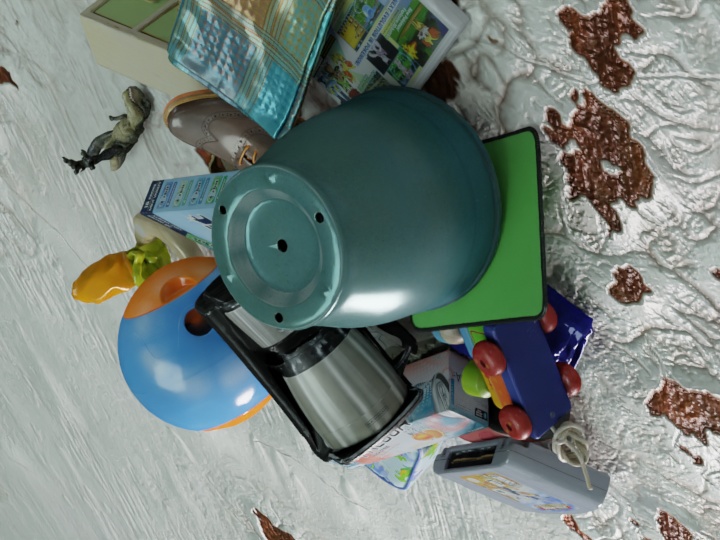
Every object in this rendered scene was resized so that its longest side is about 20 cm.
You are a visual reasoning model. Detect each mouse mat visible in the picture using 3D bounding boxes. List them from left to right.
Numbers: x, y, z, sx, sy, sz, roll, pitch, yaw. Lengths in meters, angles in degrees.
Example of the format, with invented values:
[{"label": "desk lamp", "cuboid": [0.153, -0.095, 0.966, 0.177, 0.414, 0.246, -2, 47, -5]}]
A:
[{"label": "mouse mat", "cuboid": [0.097, -0.031, 1.184, 0.200, 0.007, 0.162, -10, 80, 58]}]

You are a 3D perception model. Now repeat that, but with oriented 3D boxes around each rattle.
[{"label": "rattle", "cuboid": [-0.238, 0.022, 1.670, 0.200, 0.143, 0.131, 39, 133, 25]}]

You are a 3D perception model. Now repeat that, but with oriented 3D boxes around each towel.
[{"label": "towel", "cuboid": [-0.093, -0.224, 1.173, 0.146, 0.022, 0.200, 37, 134, 13]}, {"label": "towel", "cuboid": [0.126, 0.031, 1.292, 0.200, 0.050, 0.148, 38, 144, 15]}]

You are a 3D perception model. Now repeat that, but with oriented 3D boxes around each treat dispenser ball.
[{"label": "treat dispenser ball", "cuboid": [-0.179, 0.084, 1.561, 0.200, 0.201, 0.201, 33, 149, 23]}]

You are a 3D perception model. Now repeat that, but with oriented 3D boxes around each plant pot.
[{"label": "plant pot", "cuboid": [-0.015, -0.041, 1.117, 0.199, 0.188, 0.201, 11, 110, 33]}]

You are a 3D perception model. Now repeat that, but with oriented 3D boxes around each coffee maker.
[{"label": "coffee maker", "cuboid": [-0.063, 0.076, 1.303, 0.200, 0.135, 0.192, 53, 144, -13]}]

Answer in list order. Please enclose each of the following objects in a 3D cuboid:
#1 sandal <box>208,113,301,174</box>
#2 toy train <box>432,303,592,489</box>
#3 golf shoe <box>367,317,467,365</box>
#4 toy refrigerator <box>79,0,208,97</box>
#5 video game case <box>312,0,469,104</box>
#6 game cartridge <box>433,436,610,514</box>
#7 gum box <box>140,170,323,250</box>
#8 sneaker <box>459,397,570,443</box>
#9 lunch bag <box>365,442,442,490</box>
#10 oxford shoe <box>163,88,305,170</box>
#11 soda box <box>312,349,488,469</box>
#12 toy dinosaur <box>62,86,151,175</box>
[{"label": "sandal", "cuboid": [-0.129, -0.124, 1.399, 0.078, 0.070, 0.212, 46, 152, -1]}, {"label": "toy train", "cuboid": [0.140, 0.114, 1.249, 0.115, 0.085, 0.201, 14, 134, 54]}, {"label": "golf shoe", "cuboid": [0.033, 0.064, 1.424, 0.199, 0.098, 0.078, -15, 156, 32]}, {"label": "toy refrigerator", "cuboid": [-0.180, -0.223, 1.335, 0.199, 0.076, 0.070, 26, 146, 33]}, {"label": "video game case", "cuboid": [-0.011, -0.223, 1.168, 0.182, 0.022, 0.200, 45, 151, 2]}, {"label": "game cartridge", "cuboid": [0.171, 0.218, 1.417, 0.133, 0.042, 0.200, 28, 162, -12]}, {"label": "gum box", "cuboid": [-0.112, -0.047, 1.429, 0.169, 0.045, 0.200, 28, 163, -33]}, {"label": "sneaker", "cuboid": [0.150, 0.147, 1.402, 0.200, 0.074, 0.087, 2, 152, 49]}, {"label": "lunch bag", "cuboid": [0.006, 0.155, 1.567, 0.200, 0.082, 0.161, 38, 150, 14]}, {"label": "oxford shoe", "cuboid": [-0.088, -0.114, 1.261, 0.199, 0.073, 0.071, 13, 134, -11]}, {"label": "soda box", "cuboid": [0.038, 0.147, 1.401, 0.063, 0.069, 0.200, 26, 144, -38]}, {"label": "toy dinosaur", "cuboid": [-0.295, -0.143, 1.577, 0.048, 0.088, 0.200, 54, 151, 4]}]
